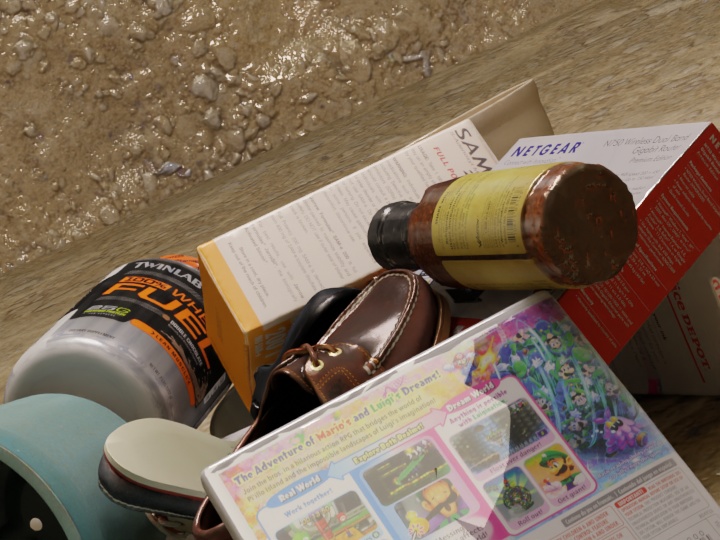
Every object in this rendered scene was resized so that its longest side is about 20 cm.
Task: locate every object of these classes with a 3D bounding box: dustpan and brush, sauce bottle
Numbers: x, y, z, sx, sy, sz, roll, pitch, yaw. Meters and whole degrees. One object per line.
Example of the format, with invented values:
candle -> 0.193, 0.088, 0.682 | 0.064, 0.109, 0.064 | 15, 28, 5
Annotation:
dustpan and brush -> -0.048, 0.070, 1.406 | 0.139, 0.057, 0.200 | -29, -4, -13
sauce bottle -> 0.067, -0.022, 1.021 | 0.066, 0.066, 0.200 | -29, 15, -25

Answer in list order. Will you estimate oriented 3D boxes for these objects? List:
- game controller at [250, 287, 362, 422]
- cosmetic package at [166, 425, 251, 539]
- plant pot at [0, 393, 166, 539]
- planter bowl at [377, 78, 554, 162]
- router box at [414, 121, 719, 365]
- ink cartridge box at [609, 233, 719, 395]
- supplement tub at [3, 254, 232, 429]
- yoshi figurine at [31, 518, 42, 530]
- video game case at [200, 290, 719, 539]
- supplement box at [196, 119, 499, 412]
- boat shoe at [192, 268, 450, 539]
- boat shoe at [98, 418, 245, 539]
game controller -> 0.010, 0.063, 1.217 | 0.105, 0.042, 0.199 | -51, -30, 17
cosmetic package -> -0.111, 0.157, 1.295 | 0.199, 0.051, 0.083 | -24, 13, 5
plant pot -> -0.215, 0.165, 1.150 | 0.199, 0.202, 0.196 | -21, 4, 16
planter bowl -> 0.088, -0.054, 1.607 | 0.199, 0.135, 0.200 | -30, 3, 2
router box -> 0.101, -0.002, 1.090 | 0.180, 0.049, 0.200 | -48, 20, -19
ink cartridge box -> 0.190, 0.010, 1.165 | 0.068, 0.116, 0.200 | -31, 13, -28
supplement tub -> -0.157, 0.067, 1.343 | 0.122, 0.123, 0.200 | -20, 14, 21
yoshi figurine -> -0.233, 0.156, 1.429 | 0.112, 0.113, 0.199 | -25, 11, -41
video game case -> 0.052, 0.118, 0.895 | 0.199, 0.024, 0.182 | -27, 54, -13
supplement box -> 0.000, 0.000, 1.243 | 0.199, 0.074, 0.126 | -26, -25, -13
boat shoe -> -0.019, 0.075, 1.004 | 0.070, 0.070, 0.201 | -11, 44, 49
boat shoe -> -0.094, 0.134, 1.161 | 0.063, 0.071, 0.200 | -52, -27, 15
